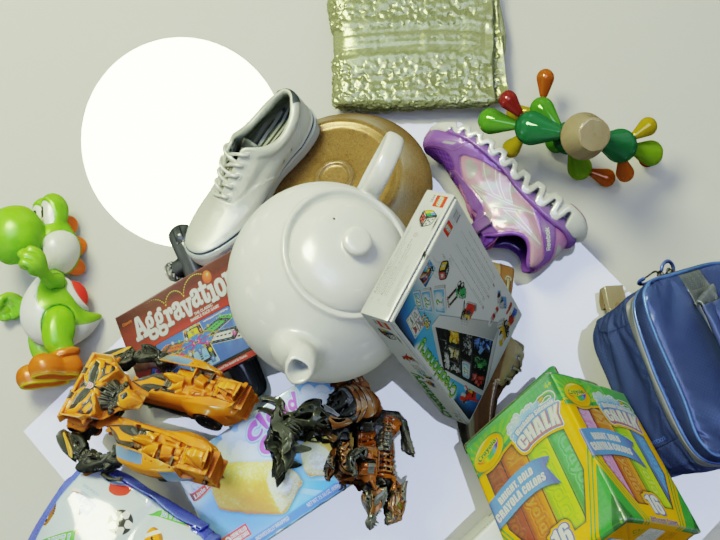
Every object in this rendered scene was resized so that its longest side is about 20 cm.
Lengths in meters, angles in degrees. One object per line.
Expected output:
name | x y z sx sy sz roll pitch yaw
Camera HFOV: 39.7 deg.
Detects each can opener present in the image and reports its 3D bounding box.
can opener | -0.147 0.040 1.042 0.078 0.063 0.203 -23 80 12

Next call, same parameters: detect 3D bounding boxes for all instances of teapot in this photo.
teapot | -0.021 -0.005 0.897 0.195 0.146 0.202 -16 74 -25

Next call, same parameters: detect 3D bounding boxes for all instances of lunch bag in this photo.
lunch bag | 0.325 0.086 0.958 0.134 0.132 0.203 -14 73 -21
lunch bag | -0.239 0.306 0.961 0.168 0.124 0.202 24 87 19

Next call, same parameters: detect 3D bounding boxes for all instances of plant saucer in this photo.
plant saucer | -0.024 -0.089 1.044 0.197 0.036 0.203 -5 63 10

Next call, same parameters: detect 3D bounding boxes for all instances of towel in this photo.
towel | 0.063 -0.245 1.099 0.196 0.037 0.151 -3 81 1

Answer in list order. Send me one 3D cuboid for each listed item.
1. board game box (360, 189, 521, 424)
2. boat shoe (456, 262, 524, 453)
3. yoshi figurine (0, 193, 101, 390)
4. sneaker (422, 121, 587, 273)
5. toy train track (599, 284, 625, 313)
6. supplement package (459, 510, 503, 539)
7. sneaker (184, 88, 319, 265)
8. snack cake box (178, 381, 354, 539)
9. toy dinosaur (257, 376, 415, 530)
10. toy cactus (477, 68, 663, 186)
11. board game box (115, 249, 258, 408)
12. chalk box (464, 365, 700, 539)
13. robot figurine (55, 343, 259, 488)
board game box | 0.080 0.039 0.900 0.034 0.200 0.127 16 66 36
boat shoe | 0.132 0.085 1.019 0.073 0.076 0.204 0 81 -1
yoshi figurine | -0.344 0.017 1.036 0.111 0.112 0.203 -9 77 8
sneaker | 0.137 -0.072 1.042 0.199 0.081 0.089 40 83 8
toy train track | 0.276 0.116 1.024 0.113 0.033 0.203 -3 71 -17
supplement package | 0.114 0.354 0.952 0.200 0.111 0.156 -42 81 -6
sneaker | -0.121 -0.100 1.014 0.072 0.071 0.201 25 75 32
snack cake box | -0.077 0.193 1.011 0.198 0.067 0.116 -33 81 -4
toy dinosaur | -0.023 0.148 0.951 0.134 0.103 0.201 -14 50 -15
toy cactus | 0.223 -0.142 1.008 0.197 0.165 0.104 22 95 -3
board game box | -0.163 0.058 1.007 0.198 0.019 0.104 -28 80 31
chalk box | 0.191 0.181 0.920 0.125 0.123 0.202 -48 45 27
robot figurine | -0.205 0.135 0.966 0.197 0.059 0.146 10 58 22
